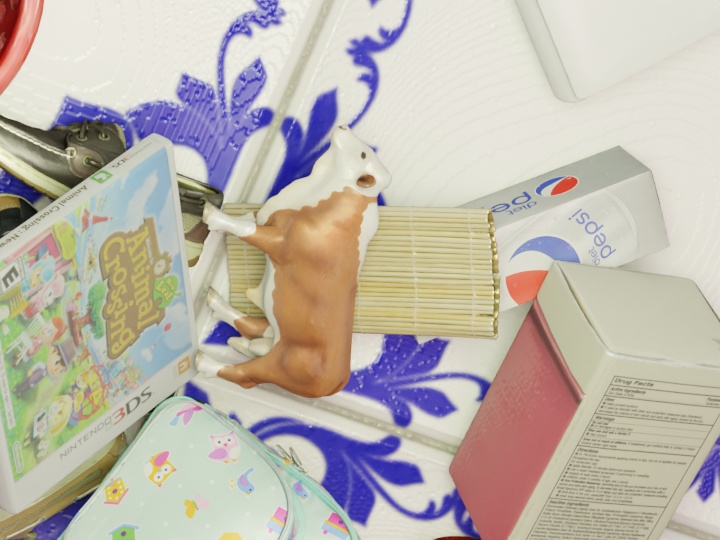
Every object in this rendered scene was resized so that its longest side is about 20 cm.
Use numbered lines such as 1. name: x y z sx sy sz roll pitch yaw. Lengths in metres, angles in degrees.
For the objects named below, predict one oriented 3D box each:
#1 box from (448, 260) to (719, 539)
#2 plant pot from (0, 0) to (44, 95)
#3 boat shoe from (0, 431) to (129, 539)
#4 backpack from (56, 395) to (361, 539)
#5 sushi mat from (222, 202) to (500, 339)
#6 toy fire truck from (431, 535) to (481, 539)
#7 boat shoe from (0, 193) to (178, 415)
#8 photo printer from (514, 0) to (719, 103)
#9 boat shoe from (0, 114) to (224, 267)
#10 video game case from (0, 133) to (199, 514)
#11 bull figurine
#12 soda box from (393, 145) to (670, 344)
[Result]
1. box: 0.168 0.108 1.758 0.127 0.109 0.201 8 124 -28
2. plant pot: -0.302 -0.194 1.516 0.199 0.183 0.202 -5 110 -13
3. boat shoe: -0.250 0.165 1.720 0.199 0.072 0.076 -25 134 3
4. backpack: -0.095 0.198 1.675 0.199 0.153 0.176 34 72 14
5. sushi mat: 0.000 0.000 1.705 0.199 0.012 0.096 2 110 19
6. toy fire truck: 0.125 0.280 1.809 0.198 0.168 0.113 3 108 -16
7. boat shoe: -0.195 0.031 1.691 0.075 0.062 0.200 -40 116 -1
8. photo printer: 0.172 -0.239 1.696 0.166 0.069 0.201 -27 114 -5
9. boat shoe: -0.181 -0.071 1.660 0.199 0.073 0.065 29 94 -32
10. video game case: -0.180 0.036 1.610 0.182 0.022 0.201 -38 140 -35
11. bull figurine: -0.046 -0.003 1.669 0.120 0.065 0.201 7 115 3
12. soda box: 0.114 -0.020 1.758 0.199 0.068 0.064 -21 113 -9
